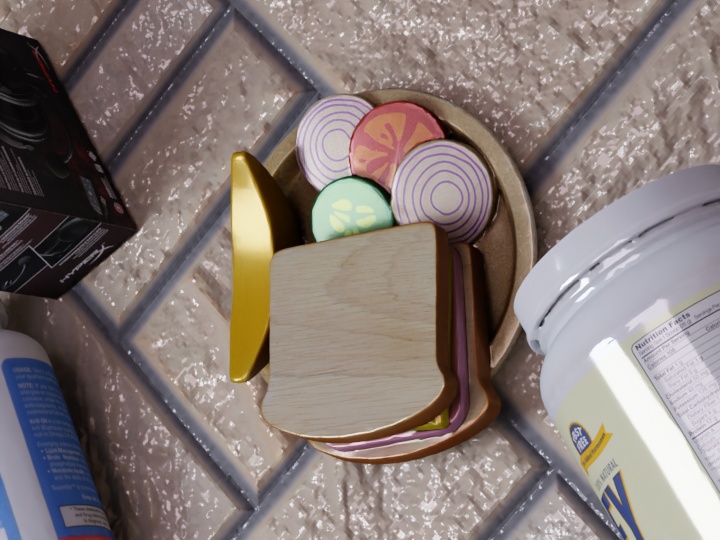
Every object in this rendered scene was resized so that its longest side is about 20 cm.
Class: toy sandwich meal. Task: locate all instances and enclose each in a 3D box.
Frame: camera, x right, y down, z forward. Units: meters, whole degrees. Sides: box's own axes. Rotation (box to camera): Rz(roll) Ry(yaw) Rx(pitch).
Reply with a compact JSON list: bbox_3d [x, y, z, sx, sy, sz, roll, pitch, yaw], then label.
[{"bbox_3d":[0.000,0.000,1.013,0.204,0.070,0.206,-4,81,29],"label":"toy sandwich meal"}]

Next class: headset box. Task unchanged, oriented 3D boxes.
[{"bbox_3d":[-0.238,-0.072,1.082,0.077,0.200,0.149,-38,66,20],"label":"headset box"}]

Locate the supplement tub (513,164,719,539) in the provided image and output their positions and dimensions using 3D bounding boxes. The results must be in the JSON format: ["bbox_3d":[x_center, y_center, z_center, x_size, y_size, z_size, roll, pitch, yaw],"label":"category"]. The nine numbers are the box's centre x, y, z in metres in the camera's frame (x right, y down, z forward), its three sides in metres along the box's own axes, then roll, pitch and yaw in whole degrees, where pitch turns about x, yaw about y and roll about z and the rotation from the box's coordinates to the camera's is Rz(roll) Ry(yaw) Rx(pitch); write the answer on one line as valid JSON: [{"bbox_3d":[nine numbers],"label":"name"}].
[{"bbox_3d":[0.170,0.068,0.866,0.145,0.145,0.200,-38,67,19],"label":"supplement tub"}]

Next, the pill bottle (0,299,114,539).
[{"bbox_3d":[-0.216,0.103,1.097,0.112,0.112,0.201,-30,69,22],"label":"pill bottle"}]
